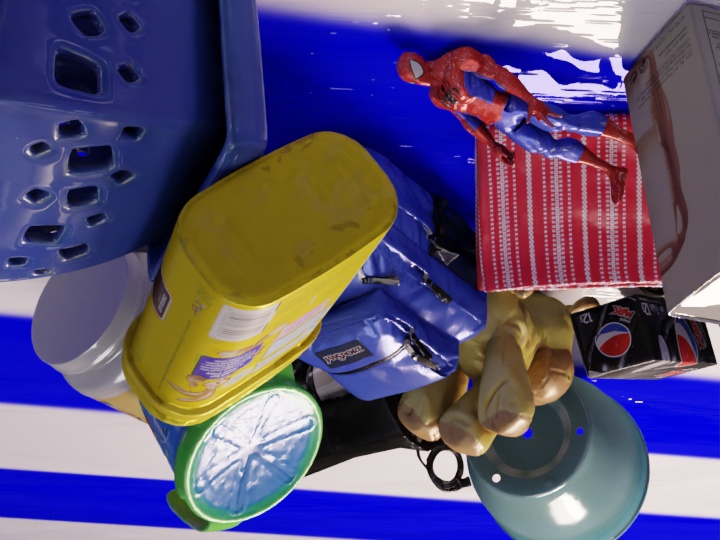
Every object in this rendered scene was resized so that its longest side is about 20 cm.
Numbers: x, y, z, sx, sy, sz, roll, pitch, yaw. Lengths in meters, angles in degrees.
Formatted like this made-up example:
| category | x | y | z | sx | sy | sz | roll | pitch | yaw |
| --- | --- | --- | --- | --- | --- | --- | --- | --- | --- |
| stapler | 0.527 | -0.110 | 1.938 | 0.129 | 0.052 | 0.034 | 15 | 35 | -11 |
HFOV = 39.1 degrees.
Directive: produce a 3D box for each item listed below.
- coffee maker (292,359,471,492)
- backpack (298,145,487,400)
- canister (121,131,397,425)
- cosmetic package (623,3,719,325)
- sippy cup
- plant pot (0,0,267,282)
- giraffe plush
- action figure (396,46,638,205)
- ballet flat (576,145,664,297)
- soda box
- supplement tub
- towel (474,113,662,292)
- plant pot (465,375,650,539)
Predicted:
| category | x | y | z | sx | sy | sz | roll | pitch | yaw |
| --- | --- | --- | --- | --- | --- | --- | --- | --- | --- |
| coffee maker | -0.010 | 0.159 | 1.079 | 0.134 | 0.193 | 0.200 | 8 | 154 | -45 |
| backpack | 0.000 | 0.000 | 0.842 | 0.162 | 0.168 | 0.200 | -24 | 135 | 27 |
| canister | -0.070 | 0.010 | 0.655 | 0.148 | 0.087 | 0.200 | -33 | 169 | -32 |
| cosmetic package | 0.254 | -0.068 | 0.683 | 0.103 | 0.201 | 0.087 | 11 | 147 | -18 |
| sippy cup | -0.123 | 0.124 | 0.877 | 0.178 | 0.130 | 0.140 | -45 | 137 | -8 |
| plant pot | -0.166 | -0.112 | 0.633 | 0.179 | 0.201 | 0.200 | 7 | 149 | -25 |
| giraffe plush | 0.143 | 0.074 | 0.984 | 0.162 | 0.201 | 0.172 | 8 | -179 | -44 |
| action figure | 0.117 | -0.111 | 0.742 | 0.199 | 0.052 | 0.065 | 25 | 146 | -8 |
| ballet flat | 0.230 | -0.036 | 0.866 | 0.068 | 0.069 | 0.200 | -22 | 142 | 29 |
| soda box | 0.280 | 0.068 | 0.983 | 0.071 | 0.064 | 0.200 | -20 | 164 | 32 |
| supplement tub | -0.198 | 0.071 | 0.979 | 0.145 | 0.146 | 0.200 | -19 | 144 | 29 |
| towel | 0.191 | -0.052 | 0.807 | 0.199 | 0.023 | 0.145 | -2 | 108 | 4 |
| plant pot | 0.200 | 0.197 | 1.102 | 0.199 | 0.201 | 0.188 | -11 | 155 | 19 |
